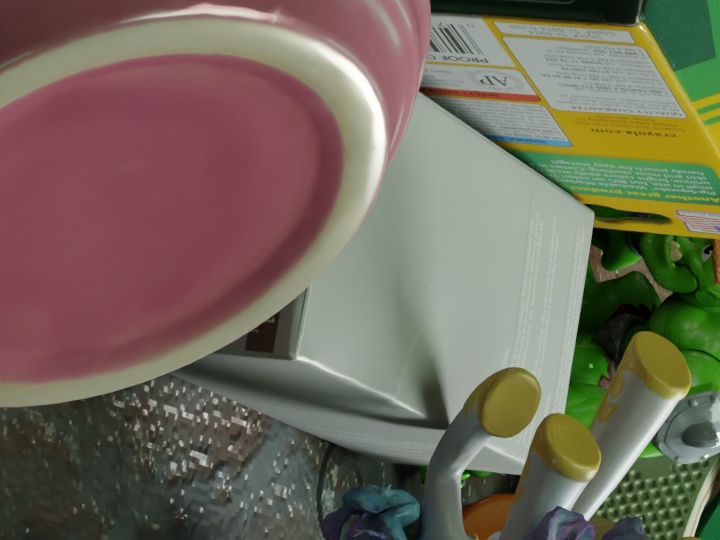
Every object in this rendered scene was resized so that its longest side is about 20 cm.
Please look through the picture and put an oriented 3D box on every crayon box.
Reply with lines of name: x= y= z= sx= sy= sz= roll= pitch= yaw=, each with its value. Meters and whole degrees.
crayon box: x=0.066 y=-0.071 z=0.985 sx=0.200 sy=0.126 sz=0.052 roll=46 pitch=54 yaw=-62

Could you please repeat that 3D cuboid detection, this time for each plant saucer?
plant saucer: x=-0.071 y=-0.029 z=0.735 sx=0.201 sy=0.200 sz=0.051 roll=40 pitch=21 yaw=-55

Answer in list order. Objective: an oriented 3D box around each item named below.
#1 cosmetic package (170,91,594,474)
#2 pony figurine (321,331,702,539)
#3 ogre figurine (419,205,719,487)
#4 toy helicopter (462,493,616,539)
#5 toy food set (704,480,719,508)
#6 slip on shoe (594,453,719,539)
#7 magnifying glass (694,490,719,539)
cosmetic package: x=0.000 y=0.000 z=0.969 sx=0.200 sy=0.090 sz=0.107 roll=30 pitch=68 yaw=-55
pony figurine: x=0.037 y=0.135 z=0.908 sx=0.166 sy=0.200 sz=0.193 roll=24 pitch=32 yaw=-19
ogre figurine: x=0.112 y=0.024 z=1.133 sx=0.200 sy=0.120 sz=0.098 roll=-21 pitch=112 yaw=-59
toy helicopter: x=0.058 y=0.187 z=1.069 sx=0.200 sy=0.132 sz=0.079 roll=-62 pitch=179 yaw=-8
toy food set: x=0.205 y=0.155 z=1.375 sx=0.144 sy=0.060 sz=0.200 roll=-48 pitch=133 yaw=-48
slip on shoe: x=0.098 y=0.113 z=1.178 sx=0.200 sy=0.074 sz=0.061 roll=-52 pitch=168 yaw=-38
magnifying glass: x=0.149 y=0.114 z=1.198 sx=0.200 sy=0.022 sz=0.080 roll=-61 pitch=179 yaw=25
